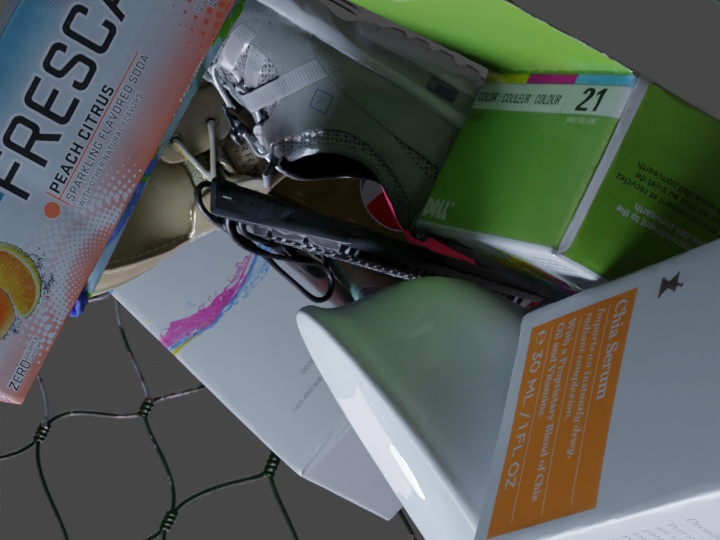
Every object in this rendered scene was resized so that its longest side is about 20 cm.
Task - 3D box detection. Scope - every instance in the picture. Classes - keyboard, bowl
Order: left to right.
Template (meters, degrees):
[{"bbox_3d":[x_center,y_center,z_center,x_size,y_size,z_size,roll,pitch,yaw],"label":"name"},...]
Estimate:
[{"bbox_3d":[0.000,0.000,0.926,0.104,0.040,0.200,19,180,28],"label":"keyboard"},{"bbox_3d":[0.065,0.075,0.861,0.201,0.090,0.201,56,173,11],"label":"bowl"}]

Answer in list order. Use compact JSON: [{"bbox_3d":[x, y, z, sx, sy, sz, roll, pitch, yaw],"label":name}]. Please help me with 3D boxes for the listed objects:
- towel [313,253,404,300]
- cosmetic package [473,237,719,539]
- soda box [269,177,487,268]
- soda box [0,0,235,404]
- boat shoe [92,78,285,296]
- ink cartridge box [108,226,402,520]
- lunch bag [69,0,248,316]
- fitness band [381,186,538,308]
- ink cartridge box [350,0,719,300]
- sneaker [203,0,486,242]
[{"bbox_3d":[0.047,0.030,1.162,0.146,0.022,0.200,27,-173,-14],"label":"towel"},{"bbox_3d":[0.132,0.045,0.694,0.071,0.102,0.200,32,146,-27],"label":"cosmetic package"},{"bbox_3d":[-0.003,-0.056,1.180,0.199,0.068,0.064,26,178,8],"label":"soda box"},{"bbox_3d":[-0.104,-0.060,0.738,0.068,0.201,0.064,29,176,-23],"label":"soda box"},{"bbox_3d":[-0.073,-0.052,0.992,0.065,0.200,0.072,-13,106,44],"label":"boat shoe"},{"bbox_3d":[-0.046,0.033,1.175,0.200,0.085,0.144,40,-179,26],"label":"ink cartridge box"},{"bbox_3d":[-0.167,-0.100,0.884,0.199,0.171,0.127,24,173,24],"label":"lunch bag"},{"bbox_3d":[0.077,-0.014,1.033,0.144,0.037,0.200,59,162,-21],"label":"fitness band"},{"bbox_3d":[0.059,-0.043,0.814,0.199,0.076,0.148,26,177,-18],"label":"ink cartridge box"},{"bbox_3d":[-0.036,-0.079,0.937,0.199,0.082,0.075,25,177,25],"label":"sneaker"}]
